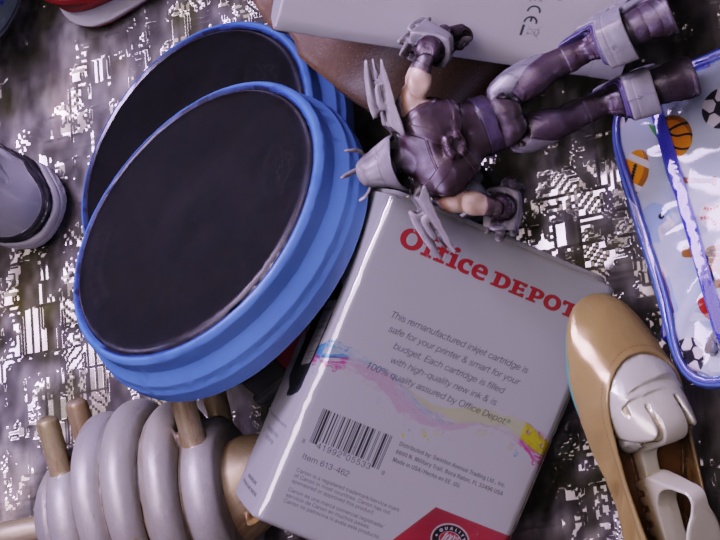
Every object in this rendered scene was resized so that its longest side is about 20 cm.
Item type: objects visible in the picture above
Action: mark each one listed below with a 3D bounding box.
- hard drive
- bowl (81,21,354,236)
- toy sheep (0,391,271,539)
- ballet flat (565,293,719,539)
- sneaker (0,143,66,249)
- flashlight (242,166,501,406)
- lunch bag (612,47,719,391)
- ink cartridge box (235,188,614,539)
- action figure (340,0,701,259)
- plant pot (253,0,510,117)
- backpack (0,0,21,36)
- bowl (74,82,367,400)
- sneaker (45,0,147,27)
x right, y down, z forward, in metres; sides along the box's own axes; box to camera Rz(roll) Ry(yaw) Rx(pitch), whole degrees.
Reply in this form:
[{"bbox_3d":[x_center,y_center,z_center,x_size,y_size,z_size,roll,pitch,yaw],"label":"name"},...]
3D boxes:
[{"bbox_3d":[0.063,-0.177,1.296,0.027,0.200,0.132,-101,22,-53],"label":"hard drive"},{"bbox_3d":[-0.094,-0.065,1.490,0.201,0.039,0.201,-21,54,31],"label":"bowl"},{"bbox_3d":[-0.131,0.138,1.452,0.200,0.138,0.138,-13,74,20],"label":"toy sheep"},{"bbox_3d":[0.168,0.107,1.319,0.063,0.069,0.200,-10,97,62],"label":"ballet flat"},{"bbox_3d":[-0.300,-0.076,1.588,0.200,0.115,0.075,22,90,29],"label":"sneaker"},{"bbox_3d":[0.000,0.000,1.454,0.200,0.068,0.068,-38,32,11],"label":"flashlight"},{"bbox_3d":[0.228,-0.028,1.336,0.160,0.076,0.200,-21,70,24],"label":"lunch bag"},{"bbox_3d":[0.036,0.069,1.369,0.146,0.083,0.200,23,90,-12],"label":"ink cartridge box"},{"bbox_3d":[0.083,-0.085,1.297,0.200,0.069,0.130,-22,112,-2],"label":"action figure"},{"bbox_3d":[0.050,-0.199,1.403,0.200,0.200,0.198,48,110,26],"label":"plant pot"},{"bbox_3d":[-0.312,-0.213,1.590,0.153,0.176,0.200,27,97,33],"label":"backpack"},{"bbox_3d":[-0.086,-0.021,1.385,0.201,0.039,0.201,-26,45,29],"label":"bowl"},{"bbox_3d":[-0.140,-0.230,1.538,0.200,0.116,0.078,-34,67,17],"label":"sneaker"}]
